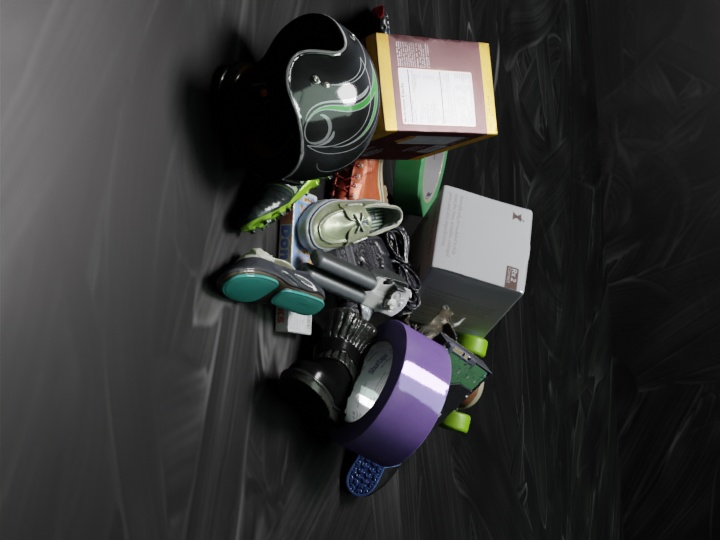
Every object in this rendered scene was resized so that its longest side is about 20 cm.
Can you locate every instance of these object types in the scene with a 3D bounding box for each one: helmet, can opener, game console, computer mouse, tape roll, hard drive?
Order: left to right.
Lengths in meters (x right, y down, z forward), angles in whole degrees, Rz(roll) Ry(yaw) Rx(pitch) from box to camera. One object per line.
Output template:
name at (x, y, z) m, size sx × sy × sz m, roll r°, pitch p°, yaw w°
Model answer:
helmet at (-0.067, -0.219, 1.419) m, size 0.190 × 0.199 × 0.201 m, roll -33°, pitch 120°, yaw -42°
can opener at (-0.007, 0.016, 1.600) m, size 0.199 × 0.053 × 0.067 m, roll 21°, pitch 24°, yaw -42°
computer mouse at (0.000, 0.000, 1.683) m, size 0.199 × 0.053 × 0.139 m, roll 2°, pitch 72°, yaw -42°
tape roll at (0.041, 0.180, 1.633) m, size 0.085 × 0.200 × 0.201 m, roll 29°, pitch 56°, yaw -21°
game console at (0.047, -0.323, 1.798) m, size 0.177 × 0.031 × 0.201 m, roll -101°, pitch -179°, yaw -73°
tape roll at (0.108, -0.195, 1.928) m, size 0.200 × 0.048 × 0.202 m, roll 13°, pitch 90°, yaw -75°
hard drive at (0.101, 0.199, 1.791) m, size 0.140 × 0.200 × 0.038 m, roll 34°, pitch 16°, yaw -46°

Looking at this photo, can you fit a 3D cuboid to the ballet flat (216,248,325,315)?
ballet flat at (-0.123, 0.010, 1.451) m, size 0.200 × 0.073 × 0.074 m, roll 19°, pitch 71°, yaw -52°

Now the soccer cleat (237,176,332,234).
soccer cleat at (-0.113, -0.116, 1.486) m, size 0.081 × 0.067 × 0.200 m, roll 53°, pitch 41°, yaw -6°

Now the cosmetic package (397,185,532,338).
cosmetic package at (0.175, -0.010, 1.886) m, size 0.200 × 0.164 × 0.166 m, roll 119°, pitch -16°, yaw -59°

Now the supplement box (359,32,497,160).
supplement box at (0.052, -0.241, 1.585) m, size 0.199 × 0.197 × 0.134 m, roll -3°, pitch 86°, yaw -34°

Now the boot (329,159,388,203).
boot at (-0.012, -0.149, 1.696) m, size 0.107 × 0.075 × 0.201 m, roll -45°, pitch 130°, yaw -51°

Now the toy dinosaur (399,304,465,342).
toy dinosaur at (0.088, 0.136, 1.795) m, size 0.102 × 0.077 × 0.200 m, roll 38°, pitch 86°, yaw -26°

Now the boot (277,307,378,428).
boot at (-0.044, 0.121, 1.564) m, size 0.211 × 0.079 × 0.159 m, roll 69°, pitch 42°, yaw -69°

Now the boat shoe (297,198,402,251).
boat shoe at (-0.013, -0.074, 1.606) m, size 0.200 × 0.062 × 0.073 m, roll -22°, pitch 107°, yaw -52°

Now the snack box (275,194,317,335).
snack box at (-0.090, -0.012, 1.569) m, size 0.072 × 0.024 × 0.202 m, roll 15°, pitch 76°, yaw -64°

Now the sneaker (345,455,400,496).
sneaker at (0.049, 0.268, 1.748) m, size 0.200 × 0.070 × 0.078 m, roll -52°, pitch 167°, yaw 0°

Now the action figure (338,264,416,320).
action figure at (0.020, 0.044, 1.764) m, size 0.200 × 0.069 × 0.131 m, roll -30°, pitch 121°, yaw -60°

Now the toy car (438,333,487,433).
toy car at (0.098, 0.171, 1.898) m, size 0.199 × 0.157 × 0.165 m, roll 22°, pitch 77°, yaw -37°
